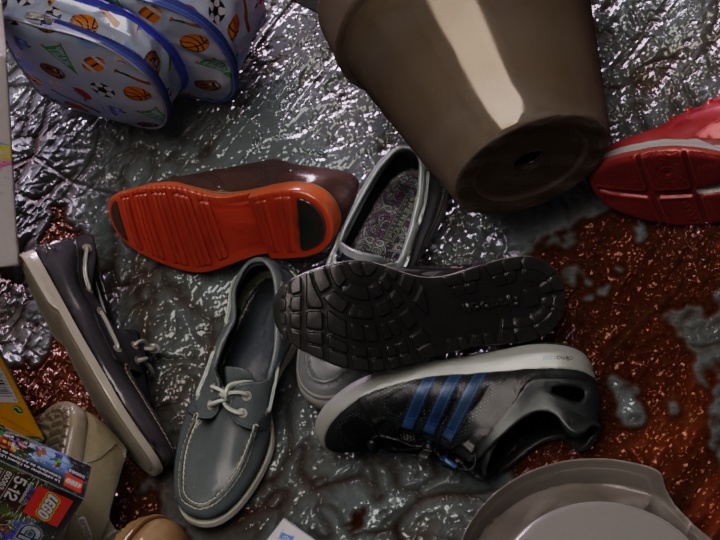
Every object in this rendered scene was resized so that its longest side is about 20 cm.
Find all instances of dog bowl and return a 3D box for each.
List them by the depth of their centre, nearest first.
[{"bbox_3d":[0.156,0.220,1.593,0.200,0.059,0.200,1,54,-1],"label":"dog bowl"}]

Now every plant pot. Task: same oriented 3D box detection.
[{"bbox_3d":[0.090,-0.143,1.741,0.200,0.200,0.174,-24,61,6],"label":"plant pot"}]

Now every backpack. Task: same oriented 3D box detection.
[{"bbox_3d":[-0.172,-0.198,1.867,0.190,0.200,0.154,9,73,14],"label":"backpack"}]

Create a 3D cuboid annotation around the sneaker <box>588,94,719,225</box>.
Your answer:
[{"bbox_3d":[0.263,-0.102,1.754,0.200,0.078,0.116,-5,45,18],"label":"sneaker"}]

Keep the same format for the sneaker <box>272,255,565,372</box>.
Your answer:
[{"bbox_3d":[0.035,0.030,1.718,0.200,0.088,0.076,-2,90,-11],"label":"sneaker"}]

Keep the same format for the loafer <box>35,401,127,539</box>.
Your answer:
[{"bbox_3d":[-0.207,0.195,1.747,0.076,0.068,0.200,3,78,57],"label":"loafer"}]

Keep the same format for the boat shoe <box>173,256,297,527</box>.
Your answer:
[{"bbox_3d":[-0.092,0.083,1.769,0.073,0.062,0.200,12,70,22],"label":"boat shoe"}]

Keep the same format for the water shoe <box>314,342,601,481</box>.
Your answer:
[{"bbox_3d":[0.065,0.105,1.701,0.200,0.072,0.079,-15,60,10],"label":"water shoe"}]

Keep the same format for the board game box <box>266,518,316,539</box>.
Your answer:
[{"bbox_3d":[-0.031,0.300,1.648,0.200,0.056,0.196,32,78,28],"label":"board game box"}]

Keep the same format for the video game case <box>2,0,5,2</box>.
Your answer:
[{"bbox_3d":[-0.310,-0.318,2.058,0.182,0.023,0.200,-41,60,-4],"label":"video game case"}]

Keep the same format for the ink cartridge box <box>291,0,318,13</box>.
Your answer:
[{"bbox_3d":[0.027,-0.300,1.866,0.146,0.083,0.200,-28,48,53],"label":"ink cartridge box"}]

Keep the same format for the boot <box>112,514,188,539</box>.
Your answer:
[{"bbox_3d":[-0.081,0.217,1.615,0.200,0.066,0.175,-12,34,28],"label":"boot"}]

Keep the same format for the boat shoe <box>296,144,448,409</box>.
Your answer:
[{"bbox_3d":[0.001,0.000,1.774,0.070,0.072,0.201,17,72,24],"label":"boat shoe"}]

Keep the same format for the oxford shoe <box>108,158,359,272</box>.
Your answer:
[{"bbox_3d":[-0.093,-0.045,1.842,0.200,0.071,0.073,2,29,28],"label":"oxford shoe"}]

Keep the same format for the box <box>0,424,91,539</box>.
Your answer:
[{"bbox_3d":[-0.286,0.182,1.675,0.200,0.137,0.038,-57,14,30],"label":"box"}]

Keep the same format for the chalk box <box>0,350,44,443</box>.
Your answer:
[{"bbox_3d":[-0.345,0.136,1.770,0.200,0.124,0.125,-48,55,26],"label":"chalk box"}]

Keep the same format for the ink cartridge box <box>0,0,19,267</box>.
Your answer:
[{"bbox_3d":[-0.302,-0.107,1.839,0.067,0.200,0.117,-6,13,-20],"label":"ink cartridge box"}]

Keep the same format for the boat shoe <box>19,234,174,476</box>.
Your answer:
[{"bbox_3d":[-0.178,0.056,1.805,0.063,0.073,0.200,-27,67,-16],"label":"boat shoe"}]
